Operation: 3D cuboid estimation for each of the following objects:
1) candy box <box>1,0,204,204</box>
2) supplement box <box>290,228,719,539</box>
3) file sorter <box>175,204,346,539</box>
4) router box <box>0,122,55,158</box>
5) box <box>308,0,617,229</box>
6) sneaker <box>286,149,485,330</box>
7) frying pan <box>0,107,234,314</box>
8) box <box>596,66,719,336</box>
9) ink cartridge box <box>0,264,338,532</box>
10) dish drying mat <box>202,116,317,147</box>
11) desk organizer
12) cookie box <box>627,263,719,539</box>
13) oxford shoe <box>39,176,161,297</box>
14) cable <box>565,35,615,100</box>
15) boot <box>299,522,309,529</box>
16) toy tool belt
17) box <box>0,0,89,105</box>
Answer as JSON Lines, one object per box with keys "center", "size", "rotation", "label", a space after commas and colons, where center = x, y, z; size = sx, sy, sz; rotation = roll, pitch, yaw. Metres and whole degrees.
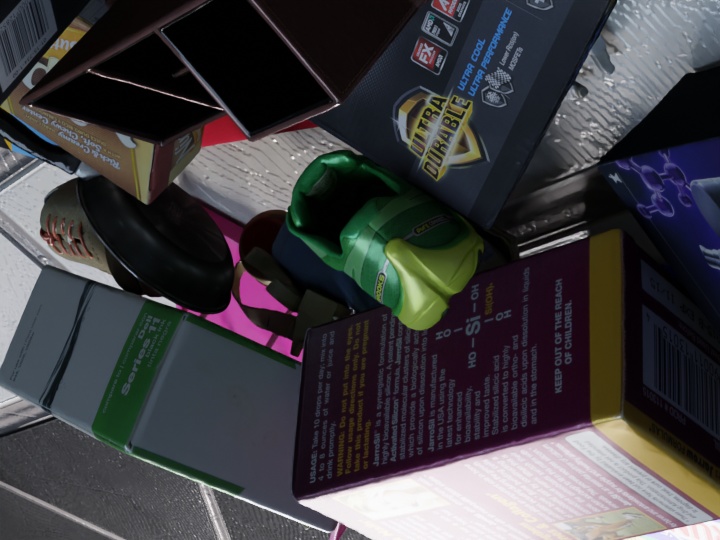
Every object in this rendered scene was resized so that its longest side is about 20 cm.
{"center": [-0.175, -0.135, 0.951], "size": [0.199, 0.055, 0.116], "rotation": [33, 147, 10], "label": "candy box"}
{"center": [0.082, 0.074, 0.892], "size": [0.199, 0.104, 0.131], "rotation": [-18, 144, 34], "label": "supplement box"}
{"center": [-0.067, 0.078, 1.210], "size": [0.199, 0.126, 0.139], "rotation": [28, 151, 9], "label": "file sorter"}
{"center": [-0.202, -0.154, 1.055], "size": [0.148, 0.051, 0.201], "rotation": [17, 140, 29], "label": "router box"}
{"center": [0.008, -0.133, 0.766], "size": [0.198, 0.050, 0.200], "rotation": [31, 147, 4], "label": "box"}
{"center": [0.005, -0.034, 0.894], "size": [0.083, 0.074, 0.200], "rotation": [40, -179, -19], "label": "sneaker"}
{"center": [-0.140, -0.049, 1.021], "size": [0.031, 0.115, 0.190], "rotation": [-45, 84, 18], "label": "frying pan"}
{"center": [0.221, -0.001, 0.802], "size": [0.200, 0.079, 0.141], "rotation": [52, 162, -12], "label": "box"}
{"center": [-0.104, 0.070, 1.016], "size": [0.146, 0.084, 0.199], "rotation": [26, 173, -33], "label": "ink cartridge box"}
{"center": [-0.082, -0.109, 1.056], "size": [0.199, 0.018, 0.077], "rotation": [-5, 133, 48], "label": "dish drying mat"}
{"center": [-0.063, -0.097, 0.762], "size": [0.072, 0.077, 0.199], "rotation": [48, 147, -18], "label": "desk organizer"}
{"center": [0.200, 0.093, 1.020], "size": [0.170, 0.075, 0.201], "rotation": [16, 147, 27], "label": "cookie box"}
{"center": [-0.166, -0.019, 1.121], "size": [0.200, 0.074, 0.071], "rotation": [-139, 39, -73], "label": "oxford shoe"}
{"center": [0.005, -0.141, 0.870], "size": [0.199, 0.069, 0.200], "rotation": [3, 139, 42], "label": "cable"}
{"center": [0.031, 0.119, 1.075], "size": [0.200, 0.154, 0.072], "rotation": [51, 162, 34], "label": "boot"}
{"center": [0.000, 0.000, 1.016], "size": [0.199, 0.126, 0.123], "rotation": [22, 174, 23], "label": "toy tool belt"}
{"center": [-0.178, -0.196, 0.835], "size": [0.114, 0.201, 0.133], "rotation": [24, 149, 19], "label": "box"}
